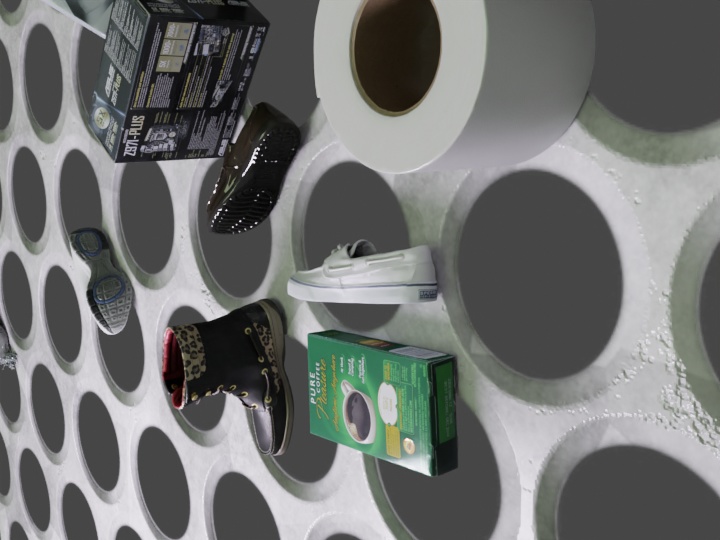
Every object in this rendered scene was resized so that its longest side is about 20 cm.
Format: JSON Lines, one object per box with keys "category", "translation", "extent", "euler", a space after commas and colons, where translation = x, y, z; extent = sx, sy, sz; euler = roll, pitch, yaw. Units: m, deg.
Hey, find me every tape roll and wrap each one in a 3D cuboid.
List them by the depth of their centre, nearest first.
{"category": "tape roll", "translation": [0.075, -0.185, 0.710], "extent": [0.202, 0.139, 0.204], "euler": [14, 108, 48]}

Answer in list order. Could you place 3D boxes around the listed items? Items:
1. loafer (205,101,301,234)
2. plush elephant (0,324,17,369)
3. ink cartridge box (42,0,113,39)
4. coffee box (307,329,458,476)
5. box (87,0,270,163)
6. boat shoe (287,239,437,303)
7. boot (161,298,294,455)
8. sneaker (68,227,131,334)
{"category": "loafer", "translation": [-0.134, -0.122, 1.030], "extent": [0.200, 0.073, 0.072], "euler": [-51, 50, 36]}
{"category": "plush elephant", "translation": [-0.873, 0.177, 1.879], "extent": [0.200, 0.154, 0.166], "euler": [31, 120, 42]}
{"category": "ink cartridge box", "translation": [-0.294, -0.387, 1.026], "extent": [0.200, 0.199, 0.041], "euler": [-60, 5, 1]}
{"category": "coffee box", "translation": [0.019, 0.136, 0.913], "extent": [0.199, 0.044, 0.124], "euler": [5, 101, 49]}
{"category": "box", "translation": [-0.223, -0.238, 1.029], "extent": [0.086, 0.163, 0.201], "euler": [50, 132, 30]}
{"category": "boat shoe", "translation": [0.000, 0.000, 0.897], "extent": [0.199, 0.073, 0.066], "euler": [0, 93, 39]}
{"category": "boot", "translation": [-0.162, 0.144, 1.043], "extent": [0.073, 0.150, 0.201], "euler": [8, 103, 48]}
{"category": "sneaker", "translation": [-0.433, 0.025, 1.414], "extent": [0.201, 0.074, 0.087], "euler": [64, 150, 28]}
